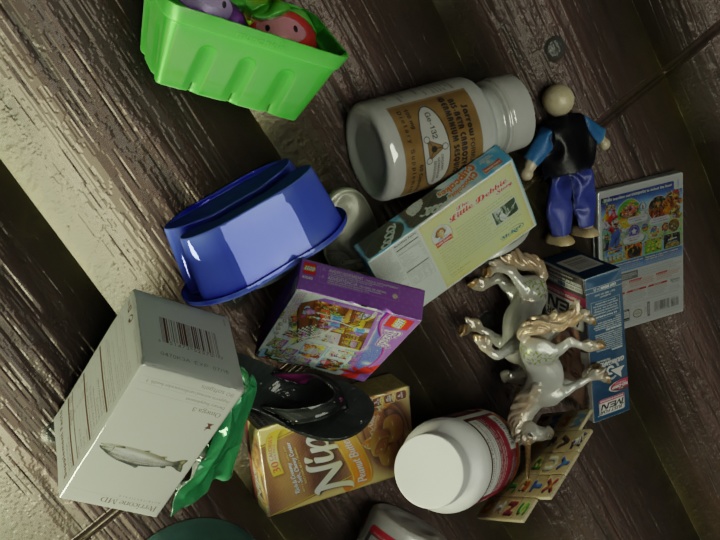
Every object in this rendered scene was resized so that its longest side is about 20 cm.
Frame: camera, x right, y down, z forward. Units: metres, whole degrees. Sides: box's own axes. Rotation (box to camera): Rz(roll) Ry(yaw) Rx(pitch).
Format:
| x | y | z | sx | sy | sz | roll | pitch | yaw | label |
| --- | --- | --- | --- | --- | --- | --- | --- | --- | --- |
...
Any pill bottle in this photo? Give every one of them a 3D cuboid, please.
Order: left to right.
| x | y | z | sx | sy | sz | roll | pitch | yaw | label |
| --- | --- | --- | --- | --- | --- | --- | --- | --- | --- |
| 0.021 | 0.404 | 1.444 | 0.110 | 0.111 | 0.201 | 26 | 93 | -30 | pill bottle |
| 0.094 | -0.158 | 1.316 | 0.199 | 0.114 | 0.115 | -18 | 112 | -22 | pill bottle |
| 0.115 | 0.230 | 1.388 | 0.200 | 0.113 | 0.113 | 6 | 105 | -66 | pill bottle |

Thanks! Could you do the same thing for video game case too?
| x | y | z | sx | sy | sz | roll | pitch | yaw | label |
| --- | --- | --- | --- | --- | --- | --- | --- | --- | --- |
| 0.375 | -0.024 | 1.554 | 0.143 | 0.018 | 0.201 | -14 | 111 | -22 | video game case |

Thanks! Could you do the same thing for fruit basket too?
| x | y | z | sx | sy | sz | roll | pitch | yaw | label |
| --- | --- | --- | --- | --- | --- | --- | --- | --- | --- |
| -0.113 | -0.280 | 1.168 | 0.215 | 0.156 | 0.216 | -11 | 126 | -16 | fruit basket |

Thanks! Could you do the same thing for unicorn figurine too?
| x | y | z | sx | sy | sz | roll | pitch | yaw | label |
| --- | --- | --- | --- | --- | --- | --- | --- | --- | --- |
| 0.191 | 0.072 | 1.448 | 0.137 | 0.074 | 0.201 | 16 | 98 | -27 | unicorn figurine |
| 0.235 | 0.132 | 1.409 | 0.137 | 0.074 | 0.201 | -18 | 108 | -1 | unicorn figurine |

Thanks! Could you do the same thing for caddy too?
| x | y | z | sx | sy | sz | roll | pitch | yaw | label |
| --- | --- | --- | --- | --- | --- | --- | --- | --- | --- |
| -0.111 | -0.034 | 1.234 | 0.200 | 0.141 | 0.105 | -31 | 113 | -15 | caddy |

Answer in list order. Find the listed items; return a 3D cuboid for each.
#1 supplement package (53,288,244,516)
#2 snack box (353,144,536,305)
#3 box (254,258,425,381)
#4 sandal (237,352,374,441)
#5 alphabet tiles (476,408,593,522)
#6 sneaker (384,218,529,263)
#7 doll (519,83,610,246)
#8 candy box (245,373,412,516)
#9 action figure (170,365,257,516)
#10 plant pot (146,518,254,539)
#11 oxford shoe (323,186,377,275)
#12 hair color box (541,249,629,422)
| x | y | z | sx | sy | sz | roll | pitch | yaw | label |
| --- | --- | --- | --- | --- | --- | --- | --- | --- | --- |
| -0.224 | 0.141 | 1.201 | 0.117 | 0.118 | 0.200 | 18 | 121 | -30 | supplement package |
| 0.099 | -0.041 | 1.307 | 0.200 | 0.037 | 0.116 | -35 | 136 | -5 | snack box |
| -0.027 | 0.059 | 1.262 | 0.136 | 0.200 | 0.039 | 15 | 62 | -13 | box |
| -0.076 | 0.144 | 1.315 | 0.200 | 0.048 | 0.076 | 16 | 64 | -13 | sandal |
| 0.217 | 0.243 | 1.443 | 0.006 | 0.200 | 0.167 | 39 | 71 | -8 | alphabet tiles |
| 0.118 | -0.054 | 1.384 | 0.199 | 0.070 | 0.090 | -21 | 116 | -18 | sneaker |
| 0.255 | -0.133 | 1.443 | 0.136 | 0.048 | 0.201 | -17 | 112 | -23 | doll |
| -0.035 | 0.208 | 1.391 | 0.199 | 0.055 | 0.116 | -14 | 109 | -24 | candy box |
| -0.155 | 0.172 | 1.263 | 0.118 | 0.055 | 0.200 | -44 | 164 | -49 | action figure |
| -0.171 | 0.411 | 1.320 | 0.200 | 0.161 | 0.202 | -7 | 107 | -24 | plant pot |
| 0.000 | 0.000 | 1.348 | 0.075 | 0.058 | 0.201 | -15 | 110 | -21 | oxford shoe |
| 0.291 | 0.084 | 1.495 | 0.060 | 0.100 | 0.201 | -17 | 111 | -21 | hair color box |
